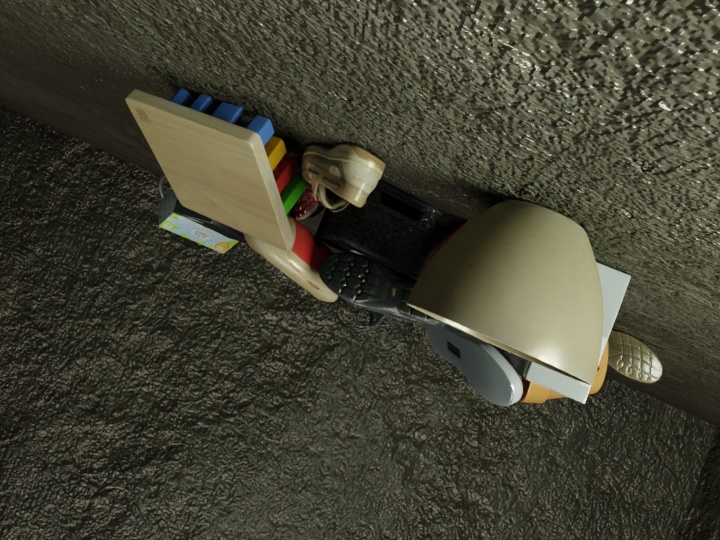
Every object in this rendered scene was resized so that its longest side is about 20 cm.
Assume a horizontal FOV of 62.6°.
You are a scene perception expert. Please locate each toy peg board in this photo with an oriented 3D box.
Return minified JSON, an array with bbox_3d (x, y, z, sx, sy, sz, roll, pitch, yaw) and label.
[{"bbox_3d":[-0.169,-0.154,0.779,0.196,0.099,0.201,22,151,21],"label":"toy peg board"}]

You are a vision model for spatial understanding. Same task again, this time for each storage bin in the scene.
[{"bbox_3d":[0.020,-0.063,0.874,0.132,0.096,0.200,24,177,-14],"label":"storage bin"}]

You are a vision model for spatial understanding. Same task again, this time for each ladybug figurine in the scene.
[{"bbox_3d":[-0.093,-0.022,0.911,0.135,0.073,0.200,31,172,46],"label":"ladybug figurine"}]

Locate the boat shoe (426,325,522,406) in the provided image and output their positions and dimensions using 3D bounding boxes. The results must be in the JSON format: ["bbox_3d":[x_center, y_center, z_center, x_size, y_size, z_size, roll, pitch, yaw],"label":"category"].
[{"bbox_3d":[0.162,0.108,0.785,0.066,0.076,0.199,-15,-163,-18],"label":"boat shoe"}]

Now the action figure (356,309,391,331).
[{"bbox_3d":[0.000,0.000,1.030,0.099,0.207,0.119,-9,172,0],"label":"action figure"}]

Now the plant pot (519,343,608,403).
[{"bbox_3d":[0.374,0.150,1.110,0.135,0.207,0.200,5,176,5],"label":"plant pot"}]

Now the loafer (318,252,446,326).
[{"bbox_3d":[0.034,0.030,0.811,0.196,0.070,0.070,19,169,17],"label":"loafer"}]

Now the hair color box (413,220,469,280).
[{"bbox_3d":[0.140,0.017,0.852,0.109,0.065,0.200,24,152,-15],"label":"hair color box"}]

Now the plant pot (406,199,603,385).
[{"bbox_3d":[0.160,0.010,0.601,0.196,0.138,0.200,23,177,1],"label":"plant pot"}]

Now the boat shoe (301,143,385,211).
[{"bbox_3d":[-0.037,-0.111,0.727,0.070,0.066,0.199,24,178,-21],"label":"boat shoe"}]

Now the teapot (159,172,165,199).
[{"bbox_3d":[-0.313,-0.162,1.324,0.196,0.150,0.197,23,177,24],"label":"teapot"}]

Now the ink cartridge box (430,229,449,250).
[{"bbox_3d":[0.135,-0.014,1.023,0.161,0.077,0.200,23,178,-13],"label":"ink cartridge box"}]

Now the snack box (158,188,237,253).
[{"bbox_3d":[-0.279,-0.133,1.183,0.198,0.069,0.167,-32,144,29],"label":"snack box"}]

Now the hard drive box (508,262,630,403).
[{"bbox_3d":[0.261,0.076,0.777,0.075,0.160,0.200,21,178,10],"label":"hard drive box"}]

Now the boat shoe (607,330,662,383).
[{"bbox_3d":[0.508,0.156,1.194,0.197,0.074,0.067,30,-174,27],"label":"boat shoe"}]

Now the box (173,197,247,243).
[{"bbox_3d":[-0.215,-0.134,0.999,0.077,0.145,0.200,14,176,14],"label":"box"}]

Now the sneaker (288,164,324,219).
[{"bbox_3d":[-0.081,-0.123,0.932,0.072,0.083,0.200,-6,-174,-14],"label":"sneaker"}]
